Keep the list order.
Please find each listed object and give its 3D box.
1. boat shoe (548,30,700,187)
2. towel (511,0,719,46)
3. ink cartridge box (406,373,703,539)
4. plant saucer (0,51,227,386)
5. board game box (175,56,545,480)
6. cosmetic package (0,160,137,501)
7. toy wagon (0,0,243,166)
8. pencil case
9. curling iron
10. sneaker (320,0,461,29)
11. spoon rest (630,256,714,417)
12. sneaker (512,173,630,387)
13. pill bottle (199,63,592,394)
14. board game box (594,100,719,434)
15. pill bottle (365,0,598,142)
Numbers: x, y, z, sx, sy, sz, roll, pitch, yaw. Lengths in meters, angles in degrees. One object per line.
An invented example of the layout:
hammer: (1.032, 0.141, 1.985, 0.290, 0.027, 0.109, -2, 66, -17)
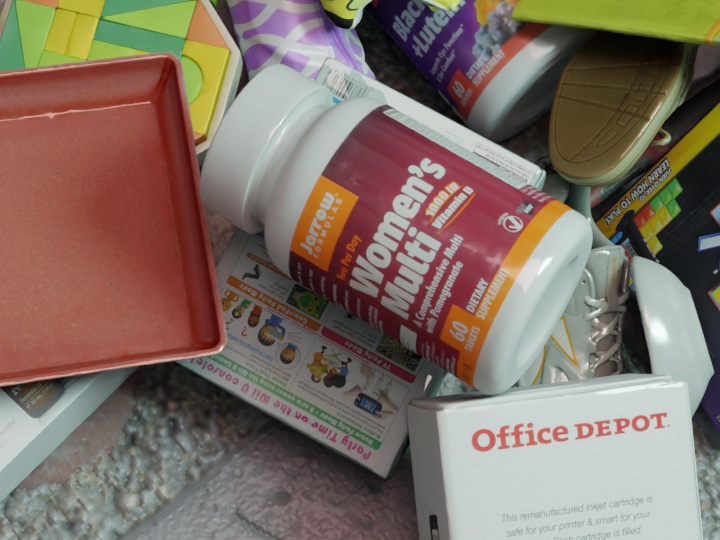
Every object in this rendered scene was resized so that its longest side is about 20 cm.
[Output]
boat shoe: (0.175, -0.124, 1.208, 0.073, 0.063, 0.201, 14, 61, 29)
towel: (0.194, -0.162, 1.159, 0.198, 0.018, 0.086, 11, 41, 30)
ink cartridge box: (0.111, 0.164, 1.097, 0.144, 0.084, 0.202, -5, 91, -11)
plant saucer: (-0.188, -0.023, 1.139, 0.197, 0.037, 0.202, -8, 65, -9)
board game box: (0.000, 0.000, 1.162, 0.147, 0.064, 0.201, 28, 86, 7)
cosmetic package: (-0.233, 0.049, 1.151, 0.150, 0.052, 0.200, 39, 66, 12)
toy wagon: (-0.177, -0.123, 1.228, 0.198, 0.040, 0.157, 13, 73, 4)
pencil case: (-0.047, -0.199, 1.242, 0.084, 0.085, 0.202, -18, 94, -48)
curling iron: (0.182, -0.088, 1.225, 0.025, 0.199, 0.050, 21, 43, -50)
sneaker: (0.062, -0.201, 1.191, 0.198, 0.075, 0.077, -12, 105, 4)
spoon rest: (0.189, 0.089, 1.173, 0.060, 0.099, 0.202, -18, 92, 9)
sneaker: (0.130, 0.033, 1.184, 0.075, 0.092, 0.202, -3, 64, -42)
pill bottle: (0.017, -0.026, 1.072, 0.199, 0.110, 0.110, 30, 64, 15)
board game box: (0.251, -0.018, 1.179, 0.056, 0.200, 0.166, -12, 63, -44)
pill bottle: (0.058, -0.191, 1.273, 0.111, 0.112, 0.200, -35, 75, -22)
